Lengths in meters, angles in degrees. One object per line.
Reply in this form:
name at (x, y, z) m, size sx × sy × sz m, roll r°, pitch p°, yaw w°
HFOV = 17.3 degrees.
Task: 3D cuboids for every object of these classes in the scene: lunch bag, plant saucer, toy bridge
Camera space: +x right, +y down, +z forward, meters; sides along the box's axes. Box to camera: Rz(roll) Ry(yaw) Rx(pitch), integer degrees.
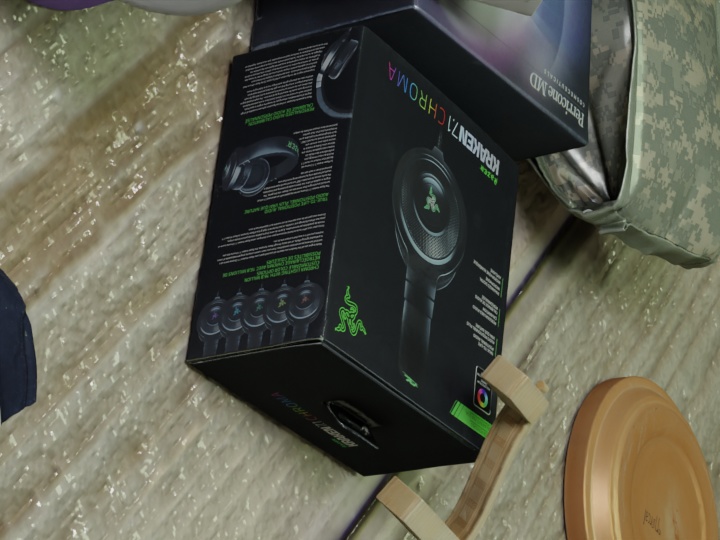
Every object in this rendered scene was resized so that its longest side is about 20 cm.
lunch bag at (0.176, -0.104, 1.586) m, size 0.164 × 0.117 × 0.202 m, roll 22°, pitch 58°, yaw -55°
plant saucer at (0.200, 0.172, 1.624) m, size 0.200 × 0.032 × 0.202 m, roll 23°, pitch 61°, yaw -52°
toy bridge at (0.034, 0.135, 1.265) m, size 0.200 × 0.027 × 0.067 m, roll -47°, pitch 138°, yaw -6°

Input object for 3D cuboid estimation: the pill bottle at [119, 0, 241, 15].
pill bottle at (-0.069, -0.228, 1.112) m, size 0.120 × 0.119 × 0.201 m, roll 54°, pitch 40°, yaw -35°

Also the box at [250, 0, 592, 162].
box at (0.045, -0.188, 1.398) m, size 0.200 × 0.122 × 0.200 m, roll 31°, pitch 57°, yaw -49°

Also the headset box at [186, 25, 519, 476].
headset box at (0.000, 0.000, 1.299) m, size 0.174 × 0.092 × 0.202 m, roll 38°, pitch 51°, yaw -46°

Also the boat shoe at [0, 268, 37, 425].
boat shoe at (-0.199, -0.008, 1.015) m, size 0.093 × 0.074 × 0.202 m, roll -41°, pitch 125°, yaw -59°

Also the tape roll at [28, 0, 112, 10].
tape roll at (-0.140, -0.235, 1.172) m, size 0.200 × 0.065 × 0.202 m, roll 22°, pitch 63°, yaw -53°

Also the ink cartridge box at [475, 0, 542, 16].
ink cartridge box at (0.015, -0.223, 1.248) m, size 0.198 × 0.068 × 0.116 m, roll 15°, pitch 65°, yaw -12°
